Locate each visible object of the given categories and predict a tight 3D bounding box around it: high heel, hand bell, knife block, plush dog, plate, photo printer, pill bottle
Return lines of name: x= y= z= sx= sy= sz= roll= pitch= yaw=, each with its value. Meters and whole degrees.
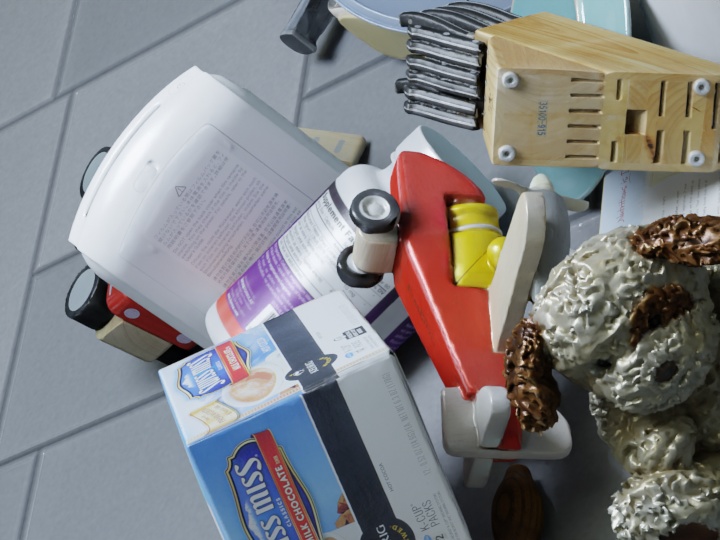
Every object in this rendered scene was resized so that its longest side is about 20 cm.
high heel: x=0.029 y=-0.231 z=2.041 sx=0.200 sy=0.071 sz=0.143 roll=4 pitch=60 yaw=52
hand bell: x=0.092 y=0.185 z=1.608 sx=0.104 sy=0.104 sz=0.200 roll=-35 pitch=25 yaw=25
knife block: x=0.123 y=-0.122 z=1.698 sx=0.176 sy=0.200 sz=0.064 roll=-95 pitch=7 yaw=-67
plush dog: x=0.174 y=0.039 z=1.535 sx=0.200 sy=0.172 sz=0.161 roll=-44 pitch=35 yaw=16
plate: x=0.129 y=-0.144 z=1.781 sx=0.200 sy=0.026 sz=0.201 roll=-179 pitch=90 yaw=-73
photo printer: x=-0.096 y=-0.036 z=1.901 sx=0.167 sy=0.200 sz=0.069 roll=-54 pitch=34 yaw=0
pill bottle: x=0.000 y=0.000 z=1.833 sx=0.200 sy=0.111 sz=0.111 roll=-45 pitch=35 yaw=13

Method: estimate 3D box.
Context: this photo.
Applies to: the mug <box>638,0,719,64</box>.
mug: x=0.220 y=-0.235 z=1.710 sx=0.149 sy=0.153 sz=0.187 roll=-27 pitch=37 yaw=10

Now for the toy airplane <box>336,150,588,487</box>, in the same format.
toy airplane: x=0.085 y=0.030 z=1.650 sx=0.141 sy=0.200 sz=0.200 roll=-16 pitch=15 yaw=-20

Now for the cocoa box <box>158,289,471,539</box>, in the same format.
cocoa box: x=-0.032 y=0.111 z=1.617 sx=0.131 sy=0.134 sz=0.200 roll=-24 pitch=13 yaw=-4

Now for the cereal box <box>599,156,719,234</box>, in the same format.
cereal box: x=0.232 y=-0.045 z=1.658 sx=0.200 sy=0.040 sz=0.144 roll=-23 pitch=45 yaw=39

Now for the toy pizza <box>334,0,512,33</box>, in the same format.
toy pizza: x=0.063 y=-0.237 z=1.969 sx=0.200 sy=0.032 sz=0.200 roll=-4 pitch=51 yaw=5

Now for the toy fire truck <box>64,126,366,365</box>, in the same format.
toy fire truck: x=-0.106 y=-0.041 z=2.010 sx=0.200 sy=0.129 sz=0.176 roll=-38 pitch=36 yaw=39
